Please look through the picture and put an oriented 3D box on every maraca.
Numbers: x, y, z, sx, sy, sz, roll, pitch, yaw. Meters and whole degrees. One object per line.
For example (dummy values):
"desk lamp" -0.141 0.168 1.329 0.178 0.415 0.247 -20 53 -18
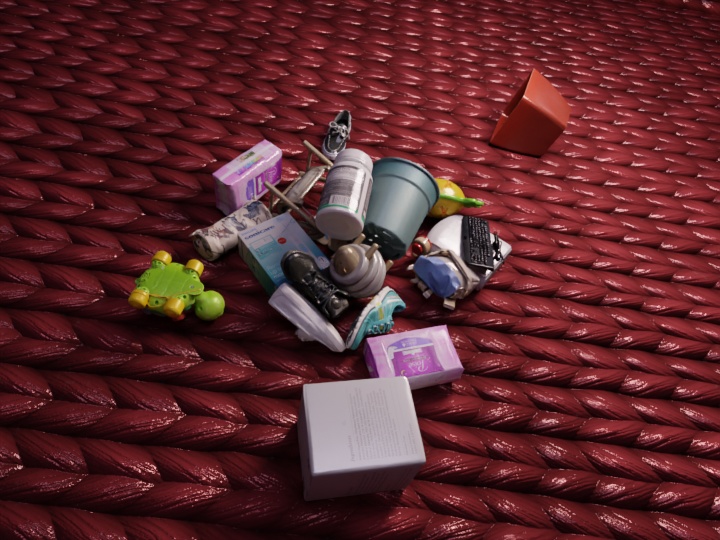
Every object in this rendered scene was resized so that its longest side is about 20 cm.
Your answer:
"maraca" 0.237 -0.196 1.418 0.199 0.137 0.107 9 95 5

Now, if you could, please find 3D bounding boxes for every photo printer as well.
"photo printer" 0.274 -0.057 1.349 0.200 0.070 0.166 35 52 17

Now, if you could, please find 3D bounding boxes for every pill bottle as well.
"pill bottle" -0.033 -0.182 1.203 0.113 0.113 0.200 13 58 0

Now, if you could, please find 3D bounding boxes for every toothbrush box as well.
"toothbrush box" -0.184 -0.028 1.233 0.146 0.085 0.200 -26 60 -26

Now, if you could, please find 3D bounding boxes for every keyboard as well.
"keyboard" 0.314 -0.079 1.296 0.104 0.040 0.200 15 42 -5

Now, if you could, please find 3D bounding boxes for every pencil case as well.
"pencil case" -0.318 -0.103 1.269 0.200 0.078 0.090 -36 93 -31

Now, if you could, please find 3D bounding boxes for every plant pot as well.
"plant pot" 0.076 -0.145 1.294 0.200 0.200 0.196 21 62 6
"plant pot" 0.570 -0.496 1.682 0.176 0.200 0.200 30 52 -1

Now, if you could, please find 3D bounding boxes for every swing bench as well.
"swing bench" -0.120 -0.198 1.339 0.200 0.130 0.199 30 55 7

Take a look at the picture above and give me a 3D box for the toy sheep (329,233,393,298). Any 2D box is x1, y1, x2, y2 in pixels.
"toy sheep" 0.000 0.000 1.186 0.138 0.200 0.138 -14 58 24

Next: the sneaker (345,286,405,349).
"sneaker" 0.037 0.112 1.170 0.080 0.078 0.200 40 50 7

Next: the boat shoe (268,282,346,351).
"boat shoe" -0.118 0.117 1.124 0.069 0.072 0.200 -44 106 4

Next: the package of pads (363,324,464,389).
"package of pads" 0.115 0.196 1.118 0.199 0.076 0.121 -8 53 -16

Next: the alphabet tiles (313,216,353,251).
"alphabet tiles" -0.022 -0.117 1.378 0.200 0.015 0.196 30 53 14

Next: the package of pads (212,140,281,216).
"package of pads" -0.295 -0.242 1.347 0.076 0.121 0.200 33 54 15

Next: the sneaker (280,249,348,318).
"sneaker" -0.089 0.034 1.118 0.076 0.200 0.114 -46 39 -15

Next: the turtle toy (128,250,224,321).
"turtle toy" -0.396 0.053 1.120 0.199 0.101 0.146 15 51 1

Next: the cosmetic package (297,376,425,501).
"cosmetic package" -0.008 0.311 0.948 0.199 0.165 0.165 -1 52 -13

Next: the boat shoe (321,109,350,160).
"boat shoe" -0.067 -0.420 1.573 0.073 0.068 0.200 19 52 5

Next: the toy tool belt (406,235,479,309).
"toy tool belt" 0.180 0.004 1.252 0.200 0.125 0.123 42 50 18
